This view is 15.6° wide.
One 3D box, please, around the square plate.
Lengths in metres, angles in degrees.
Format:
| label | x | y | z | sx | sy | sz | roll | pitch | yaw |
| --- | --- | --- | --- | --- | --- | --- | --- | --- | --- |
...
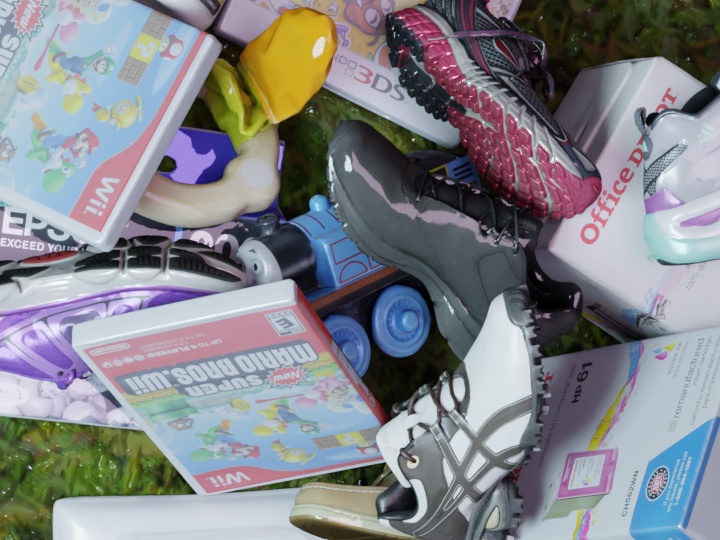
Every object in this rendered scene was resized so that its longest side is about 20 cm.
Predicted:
| label | x | y | z | sx | sy | sz | roll | pitch | yaw |
| --- | --- | --- | --- | --- | --- | --- | --- | --- | --- |
| square plate | -0.098 | 0.243 | 1.704 | 0.199 | 0.028 | 0.199 | -1 | 91 | -15 |

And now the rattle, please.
| label | x | y | z | sx | sy | sz | roll | pitch | yaw |
| --- | --- | --- | --- | --- | --- | --- | --- | --- | --- |
| rattle | -0.132 | -0.101 | 1.618 | 0.199 | 0.143 | 0.131 | 8 | 77 | -21 |

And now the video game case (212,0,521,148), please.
| label | x | y | z | sx | sy | sz | roll | pitch | yaw |
| --- | --- | --- | --- | --- | --- | --- | --- | --- | --- |
| video game case | 0.023 | -0.208 | 1.729 | 0.181 | 0.023 | 0.201 | 25 | 84 | -15 |

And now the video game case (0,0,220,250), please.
| label | x | y | z | sx | sy | sz | roll | pitch | yaw |
| --- | --- | --- | --- | --- | --- | --- | --- | --- | --- |
| video game case | -0.200 | -0.113 | 1.605 | 0.199 | 0.017 | 0.143 | 25 | 82 | 24 |

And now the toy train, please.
| label | x | y | z | sx | sy | sz | roll | pitch | yaw |
| --- | --- | --- | --- | --- | --- | --- | --- | --- | --- |
| toy train | 0.000 | 0.000 | 1.676 | 0.199 | 0.087 | 0.115 | -24 | 103 | -33 |

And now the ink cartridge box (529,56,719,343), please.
| label | x | y | z | sx | sy | sz | roll | pitch | yaw |
| --- | --- | --- | --- | --- | --- | --- | --- | --- | --- |
| ink cartridge box | 0.210 | -0.025 | 1.722 | 0.200 | 0.145 | 0.148 | 33 | 81 | -14 |

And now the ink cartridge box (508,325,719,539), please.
| label | x | y | z | sx | sy | sz | roll | pitch | yaw |
| --- | --- | --- | --- | --- | --- | --- | --- | --- | --- |
| ink cartridge box | 0.179 | 0.124 | 1.651 | 0.085 | 0.200 | 0.145 | 33 | 64 | -26 |

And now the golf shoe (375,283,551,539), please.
| label | x | y | z | sx | sy | sz | roll | pitch | yaw |
| --- | --- | --- | --- | --- | --- | --- | --- | --- | --- |
| golf shoe | 0.060 | 0.094 | 1.599 | 0.094 | 0.078 | 0.201 | 5 | 125 | -8 |

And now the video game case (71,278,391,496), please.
| label | x | y | z | sx | sy | sz | roll | pitch | yaw |
| --- | --- | --- | --- | --- | --- | --- | --- | --- | --- |
| video game case | -0.071 | 0.075 | 1.611 | 0.142 | 0.200 | 0.018 | -12 | 55 | 16 |

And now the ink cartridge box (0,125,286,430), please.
| label | x | y | z | sx | sy | sz | roll | pitch | yaw |
| --- | --- | --- | --- | --- | --- | --- | --- | --- | --- |
| ink cartridge box | -0.148 | 0.001 | 1.677 | 0.197 | 0.043 | 0.201 | 7 | 88 | -15 |

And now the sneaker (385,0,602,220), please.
| label | x | y | z | sx | sy | sz | roll | pitch | yaw |
| --- | --- | --- | --- | --- | --- | --- | --- | --- | --- |
| sneaker | 0.092 | -0.113 | 1.653 | 0.074 | 0.200 | 0.081 | -25 | 143 | -17 |

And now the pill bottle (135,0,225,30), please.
| label | x | y | z | sx | sy | sz | roll | pitch | yaw |
| --- | --- | --- | --- | --- | --- | --- | --- | --- | --- |
| pill bottle | -0.096 | -0.258 | 1.649 | 0.112 | 0.112 | 0.201 | 32 | 83 | -14 |

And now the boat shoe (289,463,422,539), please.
| label | x | y | z | sx | sy | sz | roll | pitch | yaw |
| --- | --- | --- | --- | --- | --- | --- | --- | --- | --- |
| boat shoe | 0.043 | 0.148 | 1.717 | 0.199 | 0.074 | 0.067 | 9 | 78 | -32 |

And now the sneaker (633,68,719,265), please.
| label | x | y | z | sx | sy | sz | roll | pitch | yaw |
| --- | --- | --- | --- | --- | --- | --- | --- | --- | --- |
| sneaker | 0.263 | -0.086 | 1.623 | 0.199 | 0.078 | 0.141 | -10 | 92 | -17 |

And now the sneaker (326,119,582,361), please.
| label | x | y | z | sx | sy | sz | roll | pitch | yaw |
| --- | --- | --- | --- | --- | --- | --- | --- | --- | --- |
| sneaker | 0.060 | -0.025 | 1.609 | 0.200 | 0.091 | 0.076 | 45 | 38 | -24 |

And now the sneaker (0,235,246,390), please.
| label | x | y | z | sx | sy | sz | roll | pitch | yaw |
| --- | --- | --- | --- | --- | --- | --- | --- | --- | --- |
| sneaker | -0.166 | 0.029 | 1.617 | 0.199 | 0.081 | 0.084 | -9 | 106 | 3 |
